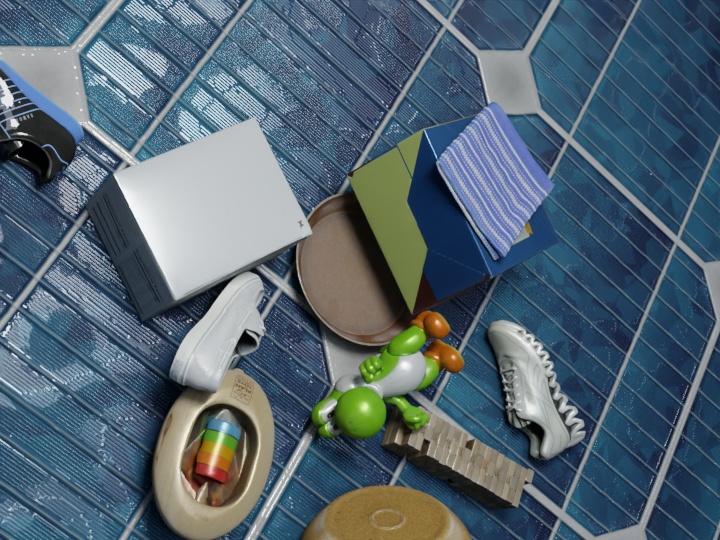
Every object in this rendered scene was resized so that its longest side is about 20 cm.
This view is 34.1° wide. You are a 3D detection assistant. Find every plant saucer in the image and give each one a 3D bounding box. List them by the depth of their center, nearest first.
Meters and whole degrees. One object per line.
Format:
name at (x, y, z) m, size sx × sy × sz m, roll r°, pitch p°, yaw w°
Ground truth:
plant saucer at (0.030, 0.297, 1.340) m, size 0.199 × 0.200 × 0.036 m, roll -15°, pitch 116°, yaw -33°
plant saucer at (0.000, 0.000, 1.503) m, size 0.198 × 0.034 × 0.202 m, roll 9°, pitch 71°, yaw -27°

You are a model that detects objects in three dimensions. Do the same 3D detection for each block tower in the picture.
block tower at (0.125, 0.241, 1.492) m, size 0.199 × 0.054 × 0.058 m, roll 30°, pitch 63°, yaw -19°

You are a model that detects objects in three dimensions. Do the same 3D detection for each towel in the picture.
towel at (0.170, -0.116, 1.451) m, size 0.145 × 0.024 × 0.200 m, roll 56°, pitch 38°, yaw -11°

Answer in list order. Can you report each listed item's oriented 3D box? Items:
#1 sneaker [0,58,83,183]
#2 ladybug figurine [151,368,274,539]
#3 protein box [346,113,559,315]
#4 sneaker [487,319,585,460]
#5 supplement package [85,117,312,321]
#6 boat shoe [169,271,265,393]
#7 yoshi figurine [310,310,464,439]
sneaker at (-0.403, -0.177, 1.295) m, size 0.199 × 0.070 × 0.078 m, roll 35°, pitch 54°, yaw -19°
ladybug figurine at (-0.169, 0.206, 1.317) m, size 0.135 × 0.072 × 0.202 m, roll 29°, pitch 63°, yaw -19°
protein box at (0.123, -0.080, 1.504) m, size 0.199 × 0.134 × 0.200 m, roll -23°, pitch 88°, yaw -54°
sneaker at (0.223, 0.160, 1.568) m, size 0.081 × 0.075 × 0.201 m, roll -31°, pitch 92°, yaw -25°
supplement package at (-0.187, -0.061, 1.364) m, size 0.199 × 0.111 × 0.157 m, roll -27°, pitch 90°, yaw -34°
boat shoe at (-0.145, 0.071, 1.336) m, size 0.068 × 0.072 × 0.200 m, roll 26°, pitch 29°, yaw 6°
yoshi figurine at (0.036, 0.140, 1.409) m, size 0.199 × 0.112 × 0.113 m, roll -35°, pitch 73°, yaw -16°
